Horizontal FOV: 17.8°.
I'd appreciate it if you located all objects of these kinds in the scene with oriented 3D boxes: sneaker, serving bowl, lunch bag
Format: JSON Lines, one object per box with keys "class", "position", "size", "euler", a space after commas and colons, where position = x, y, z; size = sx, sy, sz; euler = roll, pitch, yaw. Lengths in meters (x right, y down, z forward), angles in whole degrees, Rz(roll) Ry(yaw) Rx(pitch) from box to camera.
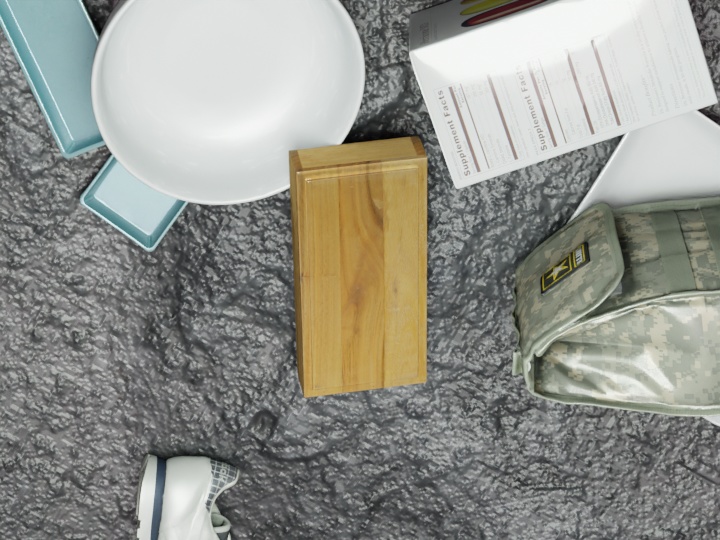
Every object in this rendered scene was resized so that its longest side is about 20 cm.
{"class": "sneaker", "position": [-0.142, 0.244, 1.832], "size": [0.080, 0.076, 0.202], "euler": [3, 110, -9]}
{"class": "serving bowl", "position": [-0.100, -0.149, 1.669], "size": [0.198, 0.066, 0.202], "euler": [-6, 123, -10]}
{"class": "lunch bag", "position": [0.205, 0.026, 1.663], "size": [0.198, 0.164, 0.119], "euler": [-5, 114, 3]}

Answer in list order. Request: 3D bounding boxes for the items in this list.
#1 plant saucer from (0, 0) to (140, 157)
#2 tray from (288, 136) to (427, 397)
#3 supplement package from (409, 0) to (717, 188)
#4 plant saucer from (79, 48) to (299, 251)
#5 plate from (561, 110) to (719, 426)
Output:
{"class": "plant saucer", "position": [-0.231, -0.185, 1.701], "size": [0.069, 0.019, 0.201], "euler": [-18, 107, 22]}
{"class": "tray", "position": [0.000, 0.000, 1.727], "size": [0.098, 0.037, 0.202], "euler": [-7, 122, -9]}
{"class": "supplement package", "position": [0.144, -0.154, 1.665], "size": [0.198, 0.114, 0.110], "euler": [-18, 109, 7]}
{"class": "plant saucer", "position": [-0.130, -0.112, 1.738], "size": [0.070, 0.019, 0.200], "euler": [35, 107, -10]}
{"class": "plate", "position": [0.252, -0.010, 1.753], "size": [0.199, 0.032, 0.200], "euler": [30, 107, -8]}
